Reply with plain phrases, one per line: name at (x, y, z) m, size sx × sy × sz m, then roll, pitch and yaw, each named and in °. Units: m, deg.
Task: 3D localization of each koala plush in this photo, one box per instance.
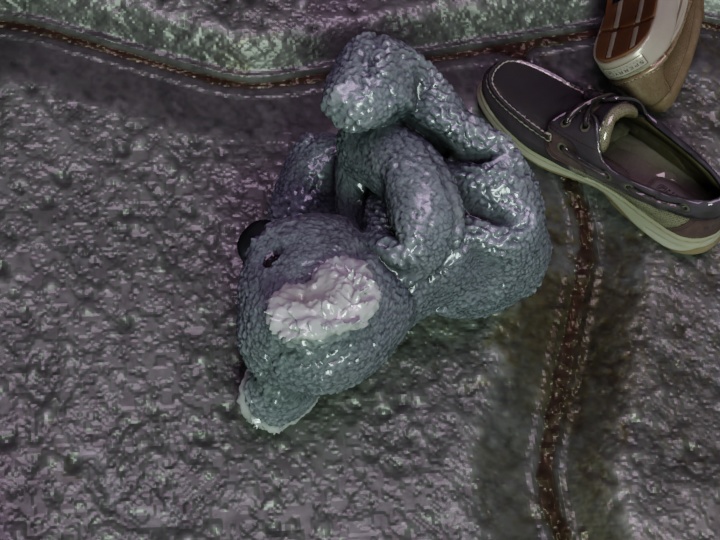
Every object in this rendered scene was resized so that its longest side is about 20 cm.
koala plush at (0.000, 0.000, 1.002) m, size 0.184 × 0.177 × 0.200 m, roll 38°, pitch 58°, yaw 4°

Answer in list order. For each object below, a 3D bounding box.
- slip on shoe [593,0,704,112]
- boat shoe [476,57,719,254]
slip on shoe at (0.222, -0.200, 1.214) m, size 0.061 × 0.076 × 0.200 m, roll 43°, pitch 45°, yaw -27°
boat shoe at (0.168, -0.090, 1.134) m, size 0.200 × 0.065 × 0.072 m, roll 39°, pitch 64°, yaw 16°
